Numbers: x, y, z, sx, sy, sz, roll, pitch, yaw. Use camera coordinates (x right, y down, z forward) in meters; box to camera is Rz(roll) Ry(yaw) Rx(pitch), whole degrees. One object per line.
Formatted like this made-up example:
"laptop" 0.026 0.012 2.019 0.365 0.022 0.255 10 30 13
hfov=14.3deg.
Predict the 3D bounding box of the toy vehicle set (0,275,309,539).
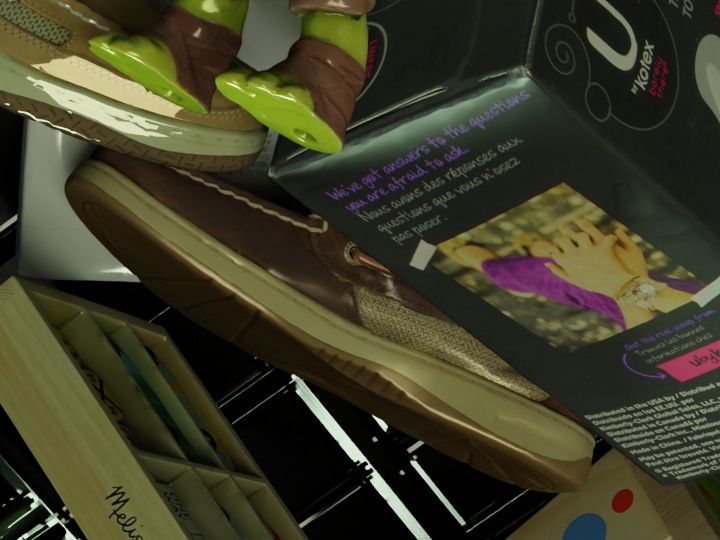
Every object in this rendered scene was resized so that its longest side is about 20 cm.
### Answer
"toy vehicle set" -0.042 0.095 0.903 0.026 0.124 0.200 -38 73 9

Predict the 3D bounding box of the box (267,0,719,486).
"box" 0.083 -0.038 0.886 0.106 0.123 0.200 -19 135 39

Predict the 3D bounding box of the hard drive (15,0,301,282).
"hard drive" -0.040 -0.091 0.927 0.131 0.025 0.201 2 115 -11

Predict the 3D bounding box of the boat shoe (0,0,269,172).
"boat shoe" -0.113 -0.097 0.869 0.199 0.072 0.076 23 99 -4

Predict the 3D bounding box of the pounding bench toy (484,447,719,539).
"pounding bench toy" 0.112 0.175 1.023 0.156 0.124 0.200 -42 129 11

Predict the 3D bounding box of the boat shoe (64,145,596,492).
"boat shoe" 0.000 0.000 0.935 0.199 0.072 0.072 29 77 -14

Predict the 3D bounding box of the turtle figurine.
"turtle figurine" -0.015 -0.122 0.828 0.199 0.064 0.162 22 80 21
